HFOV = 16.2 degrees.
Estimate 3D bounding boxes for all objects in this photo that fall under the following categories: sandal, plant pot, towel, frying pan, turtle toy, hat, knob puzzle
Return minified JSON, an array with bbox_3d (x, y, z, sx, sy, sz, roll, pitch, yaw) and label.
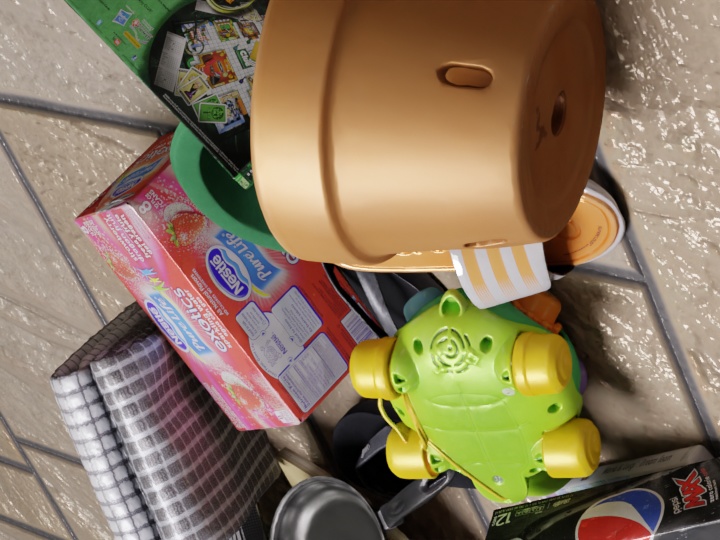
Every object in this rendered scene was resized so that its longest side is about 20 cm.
[{"bbox_3d":[0.061,-0.008,1.511,0.205,0.060,0.079,-6,138,28],"label":"sandal"},{"bbox_3d":[0.046,-0.093,1.360,0.139,0.201,0.201,10,140,22],"label":"plant pot"},{"bbox_3d":[-0.133,0.111,1.837,0.085,0.200,0.167,-21,99,21],"label":"towel"},{"bbox_3d":[0.035,0.132,1.800,0.076,0.043,0.200,52,152,-15],"label":"sandal"},{"bbox_3d":[-0.003,0.176,1.811,0.115,0.031,0.191,45,120,29],"label":"frying pan"},{"bbox_3d":[0.088,0.080,1.610,0.145,0.102,0.201,-2,134,24],"label":"turtle toy"},{"bbox_3d":[-0.001,0.000,1.686,0.200,0.043,0.076,51,152,-11],"label":"sandal"},{"bbox_3d":[-0.033,-0.135,1.569,0.164,0.177,0.200,-8,145,16],"label":"hat"},{"bbox_3d":[0.016,0.202,1.925,0.219,0.030,0.220,42,167,12],"label":"knob puzzle"}]

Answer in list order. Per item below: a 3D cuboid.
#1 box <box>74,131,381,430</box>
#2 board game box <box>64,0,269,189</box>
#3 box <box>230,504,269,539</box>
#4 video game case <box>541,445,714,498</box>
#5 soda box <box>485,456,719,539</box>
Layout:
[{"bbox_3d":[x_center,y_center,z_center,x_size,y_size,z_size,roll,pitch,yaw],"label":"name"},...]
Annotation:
[{"bbox_3d":[-0.091,0.005,1.755,0.200,0.100,0.095,52,151,-15],"label":"box"},{"bbox_3d":[-0.090,-0.145,1.480,0.200,0.105,0.023,46,-176,32],"label":"board game box"},{"bbox_3d":[-0.091,0.234,2.036,0.201,0.044,0.161,77,175,-46],"label":"box"},{"bbox_3d":[0.231,0.205,1.673,0.200,0.024,0.182,49,152,-10],"label":"video game case"},{"bbox_3d":[0.175,0.173,1.569,0.199,0.064,0.071,-17,120,27],"label":"soda box"}]
